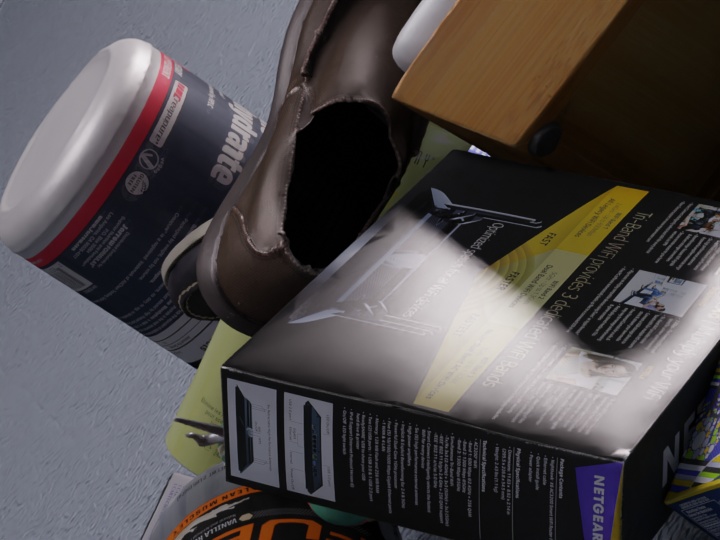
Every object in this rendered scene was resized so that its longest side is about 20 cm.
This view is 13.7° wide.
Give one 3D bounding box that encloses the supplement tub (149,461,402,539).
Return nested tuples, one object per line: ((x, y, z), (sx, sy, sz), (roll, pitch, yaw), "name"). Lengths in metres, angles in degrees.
((-0.031, 0.168, 1.286), (0.123, 0.123, 0.200), (-53, 17, 13), "supplement tub")

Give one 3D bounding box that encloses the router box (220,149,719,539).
((0.063, 0.028, 1.119), (0.200, 0.157, 0.052), (-43, -41, -51), "router box")

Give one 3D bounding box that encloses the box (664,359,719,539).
((0.186, 0.046, 0.982), (0.200, 0.064, 0.070), (-28, 33, 59), "box")

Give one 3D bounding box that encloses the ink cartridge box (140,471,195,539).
((-0.109, 0.210, 1.501), (0.094, 0.044, 0.200), (81, -151, -58), "ink cartridge box")

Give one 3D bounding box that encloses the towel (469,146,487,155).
((0.073, -0.045, 1.431), (0.145, 0.024, 0.200), (28, 83, 37), "towel")

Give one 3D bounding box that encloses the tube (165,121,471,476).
((-0.026, 0.006, 1.358), (0.052, 0.058, 0.200), (40, 111, 35), "tube")

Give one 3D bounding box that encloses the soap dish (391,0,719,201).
((0.118, -0.099, 1.268), (0.081, 0.200, 0.157), (42, 100, 33), "soap dish")

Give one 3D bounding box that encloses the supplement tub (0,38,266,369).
((-0.090, -0.025, 1.692), (0.140, 0.200, 0.140), (-50, 17, 22), "supplement tub")

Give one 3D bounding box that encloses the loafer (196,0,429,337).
((0.001, -0.062, 1.270), (0.071, 0.073, 0.200), (-19, 46, 58), "loafer")

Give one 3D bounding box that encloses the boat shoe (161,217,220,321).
((0.000, 0.000, 1.395), (0.200, 0.073, 0.063), (-12, 61, 16), "boat shoe")

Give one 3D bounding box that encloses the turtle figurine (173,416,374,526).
((0.005, 0.057, 1.280), (0.150, 0.101, 0.200), (-39, 1, 32), "turtle figurine")
